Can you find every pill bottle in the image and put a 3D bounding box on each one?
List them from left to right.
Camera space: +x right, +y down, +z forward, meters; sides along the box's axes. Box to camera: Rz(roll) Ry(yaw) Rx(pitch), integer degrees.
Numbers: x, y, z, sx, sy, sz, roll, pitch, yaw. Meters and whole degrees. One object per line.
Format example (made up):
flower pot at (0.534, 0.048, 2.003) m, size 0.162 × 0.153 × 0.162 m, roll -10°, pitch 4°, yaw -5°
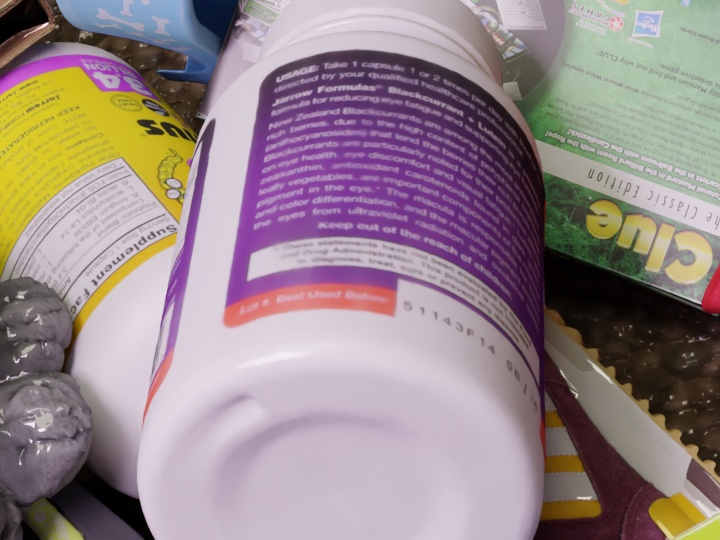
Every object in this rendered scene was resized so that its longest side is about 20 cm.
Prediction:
pill bottle at (-0.074, 0.010, 0.857) m, size 0.104 × 0.105 × 0.200 m, roll -36°, pitch 49°, yaw -9°
pill bottle at (0.000, 0.000, 0.726) m, size 0.111 × 0.112 × 0.201 m, roll -11°, pitch 38°, yaw 14°

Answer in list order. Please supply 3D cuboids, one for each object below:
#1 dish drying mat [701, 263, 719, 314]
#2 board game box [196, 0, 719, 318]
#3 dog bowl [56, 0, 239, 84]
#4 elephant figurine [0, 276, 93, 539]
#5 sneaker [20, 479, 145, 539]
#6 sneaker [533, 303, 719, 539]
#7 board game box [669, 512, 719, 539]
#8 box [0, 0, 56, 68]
dish drying mat at (0.189, -0.014, 0.713) m, size 0.077 × 0.018 × 0.199 m, roll -47°, pitch 26°, yaw -27°
board game box at (0.051, -0.067, 0.855) m, size 0.199 × 0.023 × 0.105 m, roll 22°, pitch 88°, yaw 14°
dog bowl at (-0.048, -0.125, 0.907) m, size 0.049 × 0.200 × 0.112 m, roll 21°, pitch 89°, yaw 17°
elephant figurine at (-0.188, 0.028, 0.738) m, size 0.141 × 0.200 × 0.156 m, roll 35°, pitch 97°, yaw 36°
sneaker at (-0.142, 0.093, 0.839) m, size 0.199 × 0.072 × 0.083 m, roll 31°, pitch 70°, yaw 38°
sneaker at (0.048, 0.072, 0.776) m, size 0.090 × 0.075 × 0.200 m, roll -36°, pitch 47°, yaw -15°
board game box at (0.200, 0.090, 0.677) m, size 0.199 × 0.045 × 0.135 m, roll -29°, pitch 78°, yaw -1°
box at (-0.213, -0.070, 0.933) m, size 0.163 × 0.021 × 0.200 m, roll -40°, pitch 28°, yaw -12°
